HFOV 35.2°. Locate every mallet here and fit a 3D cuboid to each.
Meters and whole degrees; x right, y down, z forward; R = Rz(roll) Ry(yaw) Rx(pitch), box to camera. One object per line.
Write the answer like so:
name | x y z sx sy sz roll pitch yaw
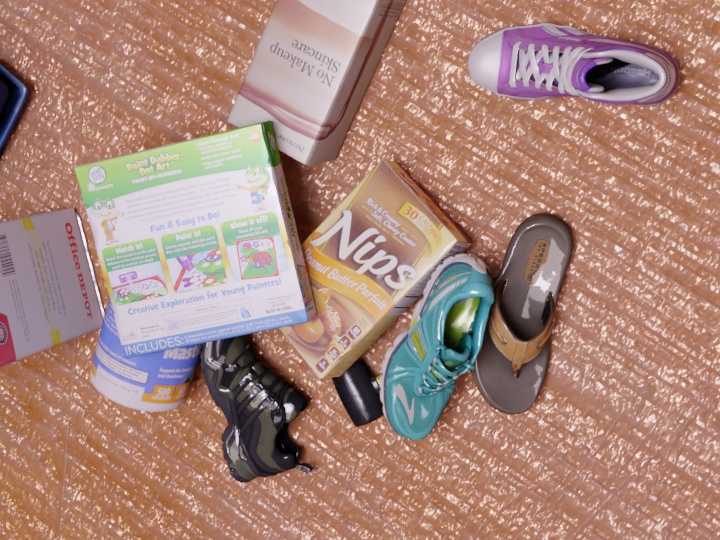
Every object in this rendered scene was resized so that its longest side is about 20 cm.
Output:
mallet | 0.057 0.084 1.167 0.200 0.041 0.066 -37 83 17

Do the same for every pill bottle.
pill bottle | -0.214 0.040 1.218 0.112 0.112 0.201 24 107 16

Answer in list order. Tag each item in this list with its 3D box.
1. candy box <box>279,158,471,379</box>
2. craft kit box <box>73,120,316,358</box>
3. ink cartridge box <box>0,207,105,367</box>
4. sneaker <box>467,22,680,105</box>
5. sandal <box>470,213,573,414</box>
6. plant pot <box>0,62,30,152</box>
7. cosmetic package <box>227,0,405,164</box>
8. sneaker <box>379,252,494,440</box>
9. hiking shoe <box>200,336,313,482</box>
candy box | 0.000 0.000 1.142 0.200 0.055 0.116 -46 74 15
craft kit box | -0.162 -0.029 1.116 0.199 0.049 0.199 -11 101 12
ink cartridge box | -0.383 0.020 1.233 0.083 0.200 0.146 -10 96 25
sneaker | 0.184 -0.187 1.027 0.199 0.114 0.073 6 103 21
sandal | 0.160 0.045 1.098 0.081 0.055 0.201 17 102 -4
plant pot | -0.497 -0.179 1.253 0.200 0.180 0.200 38 109 11
cosmetic package | -0.040 -0.217 1.121 0.103 0.087 0.201 28 108 13
sneaker | 0.074 0.081 1.092 0.077 0.080 0.201 13 112 -16
hiking shoe | -0.107 0.127 1.222 0.100 0.076 0.201 -8 105 13
